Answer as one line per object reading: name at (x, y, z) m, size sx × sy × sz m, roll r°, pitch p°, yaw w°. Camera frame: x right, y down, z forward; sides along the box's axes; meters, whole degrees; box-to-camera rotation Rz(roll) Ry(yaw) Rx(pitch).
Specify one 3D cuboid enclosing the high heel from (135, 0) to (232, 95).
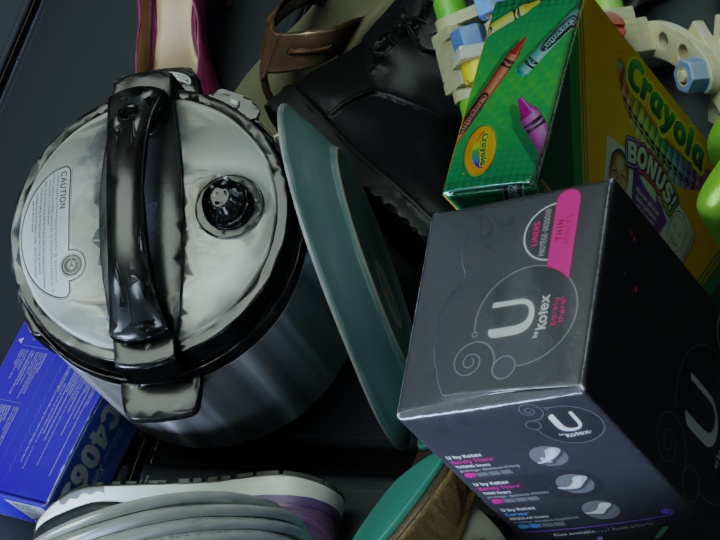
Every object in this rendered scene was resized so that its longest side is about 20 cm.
high heel at (-0.132, -0.151, 1.814) m, size 0.067 × 0.096 × 0.200 m, roll -13°, pitch 52°, yaw 28°

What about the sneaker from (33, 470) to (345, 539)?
sneaker at (-0.106, 0.168, 1.578) m, size 0.200 × 0.076 × 0.088 m, roll -10°, pitch 60°, yaw 31°

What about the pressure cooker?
pressure cooker at (-0.101, -0.007, 1.584) m, size 0.179 × 0.200 × 0.176 m, roll -46°, pitch 66°, yaw -5°

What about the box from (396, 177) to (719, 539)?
box at (0.118, 0.063, 1.397) m, size 0.106 × 0.200 × 0.123 m, roll -10°, pitch 54°, yaw 31°

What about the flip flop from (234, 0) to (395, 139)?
flip flop at (-0.023, -0.153, 1.750) m, size 0.200 × 0.058 × 0.081 m, roll -45°, pitch 42°, yaw 20°

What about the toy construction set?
toy construction set at (0.125, -0.126, 1.563) m, size 0.131 × 0.199 × 0.092 m, roll 143°, pitch 130°, yaw -60°

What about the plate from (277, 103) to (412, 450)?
plate at (0.000, 0.000, 1.537) m, size 0.026 × 0.200 × 0.200 m, roll -20°, pitch 48°, yaw 6°

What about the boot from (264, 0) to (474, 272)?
boot at (0.061, -0.093, 1.642) m, size 0.168 × 0.076 × 0.200 m, roll -41°, pitch 54°, yaw -7°

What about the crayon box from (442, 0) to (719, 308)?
crayon box at (0.127, -0.039, 1.466) m, size 0.058 × 0.200 × 0.119 m, roll -5°, pitch 57°, yaw 35°

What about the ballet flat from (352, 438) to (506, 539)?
ballet flat at (0.051, 0.114, 1.483) m, size 0.068 × 0.072 × 0.200 m, roll -40°, pitch 16°, yaw 43°

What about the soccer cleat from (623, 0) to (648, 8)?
soccer cleat at (0.133, -0.193, 1.669) m, size 0.200 × 0.070 × 0.087 m, roll 0°, pitch 59°, yaw 36°

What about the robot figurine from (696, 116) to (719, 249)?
robot figurine at (0.259, -0.085, 1.463) m, size 0.175 × 0.116 × 0.200 m, roll 27°, pitch 76°, yaw 38°

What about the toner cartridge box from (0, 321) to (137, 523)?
toner cartridge box at (-0.168, 0.058, 1.724) m, size 0.095 × 0.043 × 0.200 m, roll 10°, pitch 66°, yaw 39°

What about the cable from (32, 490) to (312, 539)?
cable at (-0.114, 0.186, 1.447) m, size 0.200 × 0.200 × 0.069 m, roll -30°, pitch 61°, yaw 18°
